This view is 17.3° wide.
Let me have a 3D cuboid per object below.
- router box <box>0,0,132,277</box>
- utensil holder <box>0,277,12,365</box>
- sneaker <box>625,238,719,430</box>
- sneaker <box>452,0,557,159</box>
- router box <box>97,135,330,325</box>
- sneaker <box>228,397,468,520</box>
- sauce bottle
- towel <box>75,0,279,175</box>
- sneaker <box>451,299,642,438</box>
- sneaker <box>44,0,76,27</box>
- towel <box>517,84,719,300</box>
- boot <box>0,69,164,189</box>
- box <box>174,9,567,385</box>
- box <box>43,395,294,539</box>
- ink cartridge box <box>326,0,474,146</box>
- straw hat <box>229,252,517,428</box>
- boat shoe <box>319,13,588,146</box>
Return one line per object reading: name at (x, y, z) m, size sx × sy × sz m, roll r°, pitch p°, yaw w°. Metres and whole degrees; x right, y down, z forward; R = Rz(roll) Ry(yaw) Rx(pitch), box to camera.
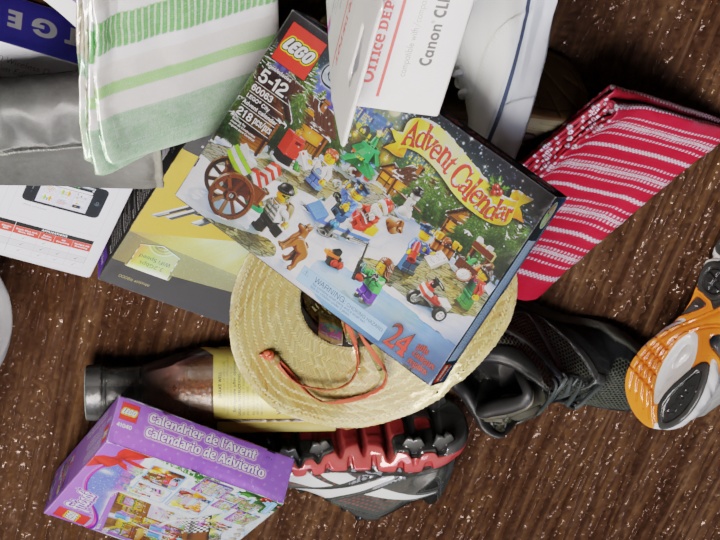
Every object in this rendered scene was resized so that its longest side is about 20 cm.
router box at (-0.239, -0.094, 1.544) m, size 0.199 × 0.049 × 0.180 m, roll 16°, pitch 131°, yaw -19°
utensil holder at (-0.338, 0.090, 1.641) m, size 0.169 × 0.171 × 0.201 m, roll 8°, pitch 137°, yaw -12°
sneaker at (0.274, 0.030, 1.699) m, size 0.200 × 0.076 × 0.092 m, roll -48°, pitch 157°, yaw 20°
sneaker at (0.080, -0.140, 1.459) m, size 0.070 × 0.202 × 0.073 m, roll 13°, pitch 179°, yaw 3°
router box at (-0.058, -0.030, 1.616) m, size 0.199 × 0.052 × 0.158 m, roll 19°, pitch 130°, yaw -21°
sneaker at (-0.020, 0.145, 1.780) m, size 0.199 × 0.071 × 0.098 m, roll -1°, pitch 133°, yaw -4°
sauce bottle at (-0.101, 0.086, 1.722) m, size 0.198 × 0.066 × 0.066 m, roll 1°, pitch 135°, yaw -4°
towel at (-0.106, -0.168, 1.408) m, size 0.152 × 0.023 × 0.201 m, roll -22°, pitch 125°, yaw -35°
sneaker at (0.135, 0.081, 1.699) m, size 0.199 × 0.115 × 0.076 m, roll 25°, pitch 130°, yaw -28°
sneaker at (-0.166, -0.218, 1.419) m, size 0.114 × 0.073 × 0.200 m, roll -37°, pitch 135°, yaw 21°
towel at (0.142, -0.047, 1.596) m, size 0.200 × 0.023 × 0.144 m, roll -41°, pitch 149°, yaw 29°
boot at (-0.222, -0.106, 1.448) m, size 0.198 × 0.073 × 0.182 m, roll 1°, pitch 149°, yaw 4°
box at (0.005, -0.045, 1.428) m, size 0.199 × 0.038 × 0.137 m, roll 36°, pitch 101°, yaw 13°
box at (-0.144, 0.159, 1.747) m, size 0.136 × 0.039 × 0.200 m, roll 21°, pitch 154°, yaw -13°
ink cartridge box at (0.023, -0.173, 1.376) m, size 0.067 × 0.201 × 0.117 m, roll 6°, pitch 135°, yaw -10°
straw hat at (0.000, 0.000, 1.551) m, size 0.199 × 0.085 × 0.202 m, roll -5°, pitch 128°, yaw -6°
boat shoe at (0.049, -0.116, 1.524) m, size 0.199 × 0.073 × 0.072 m, roll 7°, pitch 151°, yaw -30°
